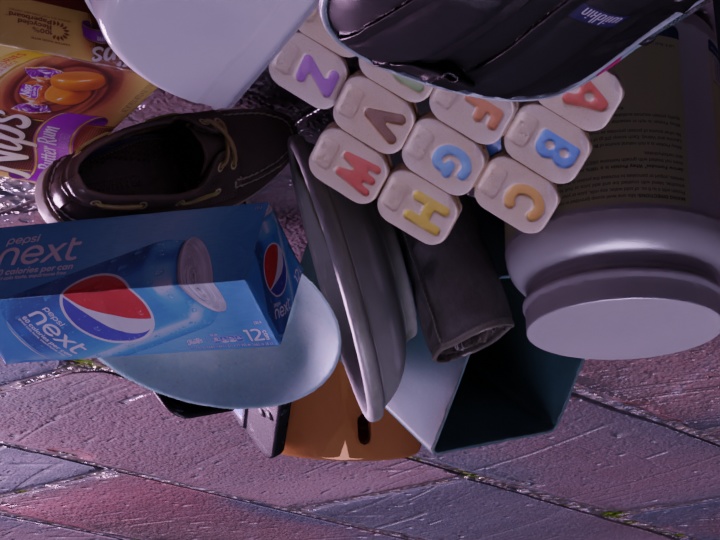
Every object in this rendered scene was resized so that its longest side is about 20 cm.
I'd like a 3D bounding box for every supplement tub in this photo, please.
[{"bbox_3d":[0.162,-0.056,1.097,0.145,0.200,0.145,0,160,0],"label":"supplement tub"}]

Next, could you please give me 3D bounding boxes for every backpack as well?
[{"bbox_3d":[0.076,-0.173,0.851,0.177,0.151,0.200,16,148,-25],"label":"backpack"}]

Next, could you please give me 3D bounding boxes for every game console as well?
[{"bbox_3d":[-0.154,0.060,1.371,0.116,0.200,0.176,-27,154,-23],"label":"game console"}]

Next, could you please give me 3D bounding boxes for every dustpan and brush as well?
[{"bbox_3d":[-0.132,-0.174,0.990,0.200,0.057,0.140,13,138,-35],"label":"dustpan and brush"}]

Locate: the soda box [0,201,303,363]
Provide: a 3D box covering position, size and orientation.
[{"bbox_3d":[-0.143,0.009,1.091,0.200,0.068,0.064,-5,136,22],"label":"soda box"}]

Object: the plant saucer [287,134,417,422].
[{"bbox_3d":[0.000,0.000,1.161,0.050,0.200,0.200,-16,160,-4],"label":"plant saucer"}]

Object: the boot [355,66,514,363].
[{"bbox_3d":[0.048,-0.053,1.099,0.072,0.200,0.182,-9,163,-6],"label":"boot"}]

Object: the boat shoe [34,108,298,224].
[{"bbox_3d":[-0.120,-0.073,1.166,0.200,0.072,0.060,-16,175,-33],"label":"boat shoe"}]

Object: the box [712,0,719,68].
[{"bbox_3d":[0.303,-0.108,0.957,0.196,0.200,0.124,16,153,-38],"label":"box"}]

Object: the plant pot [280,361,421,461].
[{"bbox_3d":[-0.013,0.084,1.473,0.200,0.140,0.200,1,-177,0],"label":"plant pot"}]

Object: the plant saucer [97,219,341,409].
[{"bbox_3d":[-0.108,0.020,1.178,0.201,0.039,0.201,8,141,7],"label":"plant saucer"}]

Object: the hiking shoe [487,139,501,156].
[{"bbox_3d":[0.130,-0.069,1.226,0.200,0.087,0.074,11,156,-28],"label":"hiking shoe"}]

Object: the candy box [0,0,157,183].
[{"bbox_3d":[-0.219,-0.121,1.130,0.117,0.057,0.200,9,157,-30],"label":"candy box"}]

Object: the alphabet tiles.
[{"bbox_3d":[0.045,-0.111,1.007,0.195,0.015,0.200,32,125,5],"label":"alphabet tiles"}]

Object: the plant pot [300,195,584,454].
[{"bbox_3d":[0.054,0.017,1.277,0.141,0.141,0.200,-5,-149,-46],"label":"plant pot"}]

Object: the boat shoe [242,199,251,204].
[{"bbox_3d":[-0.103,-0.031,1.281,0.062,0.075,0.200,-16,-174,-4],"label":"boat shoe"}]
